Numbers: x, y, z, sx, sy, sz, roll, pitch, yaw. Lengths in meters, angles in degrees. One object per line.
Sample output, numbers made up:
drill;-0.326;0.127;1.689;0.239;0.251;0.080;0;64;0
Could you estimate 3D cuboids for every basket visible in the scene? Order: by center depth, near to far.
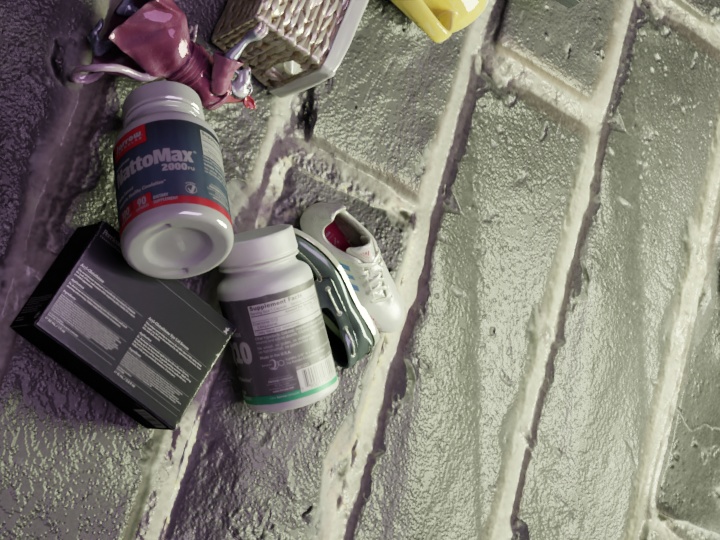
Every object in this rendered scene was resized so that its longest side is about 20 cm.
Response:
basket;-0.074;-0.328;1.691;0.123;0.136;0.200;32;68;-25

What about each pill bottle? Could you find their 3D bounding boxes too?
pill bottle;-0.207;-0.103;1.540;0.120;0.120;0.200;15;47;-33
pill bottle;-0.101;0.054;1.642;0.113;0.113;0.200;-20;101;-35

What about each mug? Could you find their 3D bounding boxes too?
mug;0.081;-0.371;1.805;0.153;0.149;0.187;48;62;-32

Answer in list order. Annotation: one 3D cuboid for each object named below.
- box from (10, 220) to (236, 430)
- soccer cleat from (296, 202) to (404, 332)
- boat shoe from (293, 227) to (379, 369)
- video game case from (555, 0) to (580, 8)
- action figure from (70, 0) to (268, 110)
box;-0.257;0.063;1.559;0.200;0.079;0.141;42;66;-24
soccer cleat;0.000;0.000;1.741;0.200;0.086;0.070;52;60;-21
boat shoe;-0.050;0.034;1.712;0.062;0.073;0.200;-51;119;-31
video game case;0.220;-0.471;1.927;0.200;0.025;0.181;20;55;-40
action figure;-0.197;-0.231;1.594;0.200;0.134;0.149;35;68;-25
